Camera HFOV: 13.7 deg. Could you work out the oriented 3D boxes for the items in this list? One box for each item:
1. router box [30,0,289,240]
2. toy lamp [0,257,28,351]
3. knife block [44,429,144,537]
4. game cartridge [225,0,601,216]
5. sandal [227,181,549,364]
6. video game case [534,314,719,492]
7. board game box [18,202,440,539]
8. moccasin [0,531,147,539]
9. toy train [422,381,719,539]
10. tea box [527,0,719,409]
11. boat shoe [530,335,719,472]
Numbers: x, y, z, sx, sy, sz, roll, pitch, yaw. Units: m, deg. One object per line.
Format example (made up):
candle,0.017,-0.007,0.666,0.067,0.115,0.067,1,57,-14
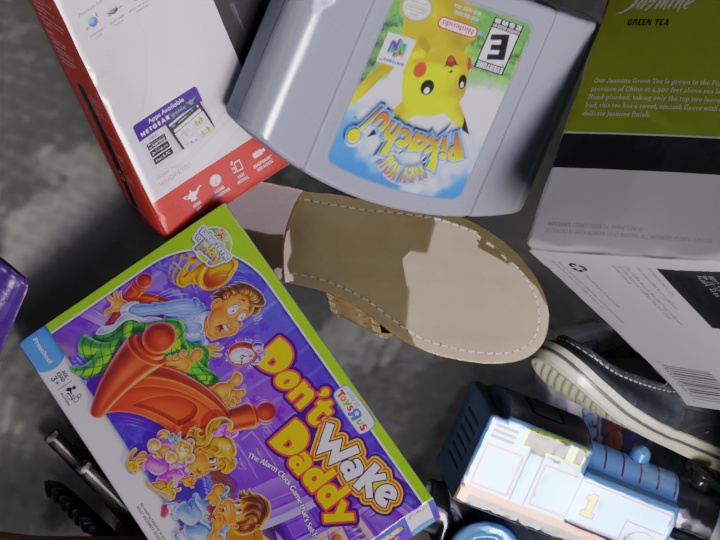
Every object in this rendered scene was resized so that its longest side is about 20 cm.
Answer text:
router box,-0.065,-0.144,1.589,0.199,0.049,0.180,-34,123,-14
toy lamp,-0.247,0.075,1.569,0.058,0.058,0.200,37,88,-35
knife block,-0.081,0.129,1.683,0.199,0.064,0.177,-2,111,-29
game cartridge,0.029,-0.100,1.611,0.199,0.040,0.134,14,108,-36
sandal,0.002,-0.006,1.681,0.210,0.070,0.078,17,89,-11
video game case,0.188,0.112,1.857,0.181,0.024,0.201,-12,115,-26
board game box,-0.069,0.084,1.572,0.134,0.200,0.045,-35,161,-5
moccasin,-0.186,0.187,1.600,0.200,0.078,0.074,1,121,5
toy train,0.130,0.148,1.774,0.199,0.087,0.115,22,104,-12
tea box,0.218,-0.049,1.657,0.200,0.133,0.198,43,61,-46
boat shoe,0.175,0.069,1.776,0.199,0.074,0.063,24,92,-41
